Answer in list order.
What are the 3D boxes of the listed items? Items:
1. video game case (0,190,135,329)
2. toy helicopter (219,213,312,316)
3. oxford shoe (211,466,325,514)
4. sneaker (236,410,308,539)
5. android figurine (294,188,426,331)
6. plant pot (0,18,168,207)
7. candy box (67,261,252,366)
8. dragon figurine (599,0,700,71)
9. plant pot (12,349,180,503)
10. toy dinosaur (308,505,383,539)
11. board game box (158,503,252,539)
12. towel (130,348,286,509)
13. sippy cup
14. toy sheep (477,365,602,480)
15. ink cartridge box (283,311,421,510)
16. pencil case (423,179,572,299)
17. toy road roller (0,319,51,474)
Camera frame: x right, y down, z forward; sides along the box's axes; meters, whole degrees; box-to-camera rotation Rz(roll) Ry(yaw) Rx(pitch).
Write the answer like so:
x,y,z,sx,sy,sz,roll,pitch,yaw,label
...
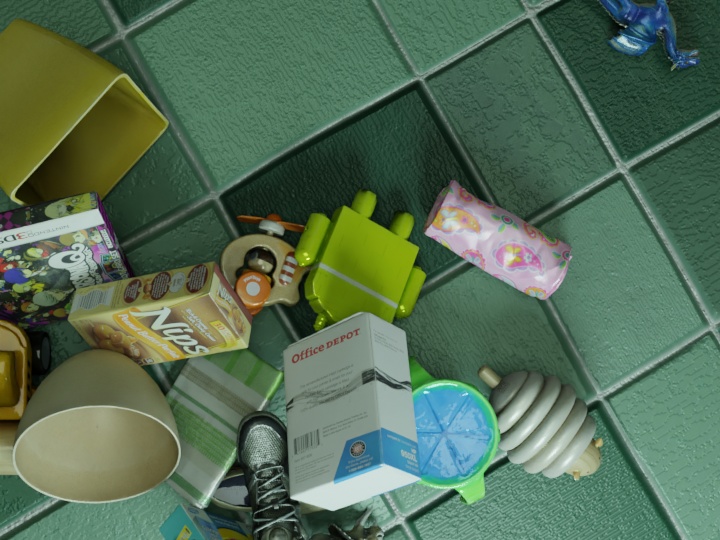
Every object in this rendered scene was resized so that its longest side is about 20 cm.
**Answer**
x,y,z,sx,sy,sz,roll,pitch,yaw,label
-0.389,-0.007,1.416,0.180,0.200,0.036,-13,54,-3,video game case
-0.089,-0.020,1.494,0.199,0.079,0.133,-9,78,-13,toy helicopter
-0.103,0.289,1.465,0.199,0.074,0.071,-4,87,-2,oxford shoe
-0.104,0.274,1.370,0.076,0.114,0.200,-8,106,-11,sneaker
0.000,0.000,1.471,0.182,0.041,0.201,27,71,-19,android figurine
-0.395,-0.197,1.429,0.176,0.200,0.200,42,86,12,plant pot
-0.250,0.060,1.420,0.199,0.116,0.055,-10,48,18,candy box
0.371,-0.329,1.523,0.199,0.059,0.100,11,86,-3,dragon figurine
-0.328,0.178,1.409,0.199,0.201,0.135,-9,47,-3,plant pot
-0.043,0.370,1.419,0.077,0.200,0.103,-25,77,30,toy dinosaur
-0.138,0.379,1.371,0.047,0.151,0.200,-51,50,5,board game box
-0.195,0.189,1.458,0.149,0.031,0.200,29,84,34,towel
0.101,0.204,1.449,0.139,0.130,0.179,8,87,-3,sippy cup
0.228,0.194,1.454,0.200,0.138,0.138,36,86,0,toy sheep
-0.013,0.172,1.376,0.144,0.084,0.201,-25,55,31,ink cartridge box
0.184,-0.039,1.492,0.199,0.087,0.088,28,86,-1,pencil case
-0.468,0.161,1.422,0.122,0.146,0.201,0,87,-2,toy road roller
